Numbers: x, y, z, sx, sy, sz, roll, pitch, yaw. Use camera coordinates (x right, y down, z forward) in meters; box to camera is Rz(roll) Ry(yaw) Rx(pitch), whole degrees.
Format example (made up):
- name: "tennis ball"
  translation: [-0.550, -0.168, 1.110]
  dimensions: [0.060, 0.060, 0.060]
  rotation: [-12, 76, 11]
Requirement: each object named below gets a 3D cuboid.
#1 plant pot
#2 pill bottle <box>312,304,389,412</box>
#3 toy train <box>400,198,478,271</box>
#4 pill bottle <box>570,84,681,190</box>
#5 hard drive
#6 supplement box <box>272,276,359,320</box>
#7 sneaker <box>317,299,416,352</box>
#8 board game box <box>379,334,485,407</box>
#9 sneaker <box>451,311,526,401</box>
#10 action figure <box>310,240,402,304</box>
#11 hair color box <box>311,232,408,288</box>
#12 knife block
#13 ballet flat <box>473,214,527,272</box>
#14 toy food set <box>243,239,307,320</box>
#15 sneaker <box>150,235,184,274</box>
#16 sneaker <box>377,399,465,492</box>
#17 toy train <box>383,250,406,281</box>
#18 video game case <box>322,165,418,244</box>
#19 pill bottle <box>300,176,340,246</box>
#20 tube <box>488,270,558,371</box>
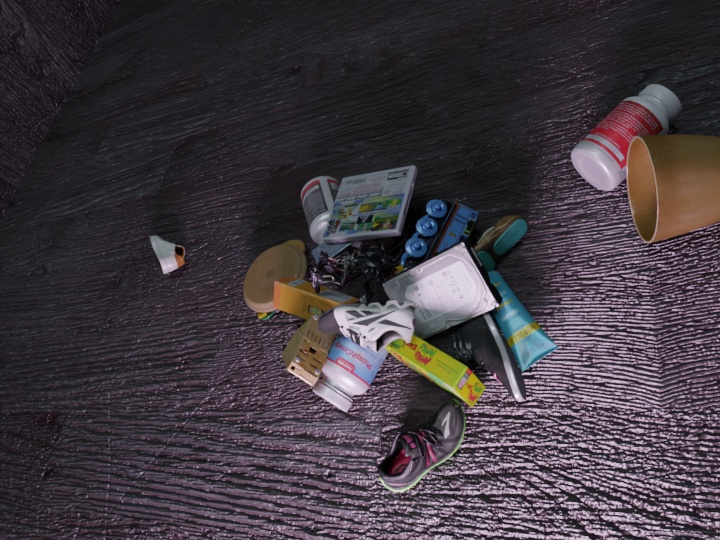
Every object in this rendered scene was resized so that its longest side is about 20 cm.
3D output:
- name: "plant pot"
  translation: [0.583, -0.153, 1.024]
  dimensions: [0.198, 0.187, 0.188]
  rotation: [-7, 55, 13]
- name: "pill bottle"
  translation: [-0.011, 0.177, 1.214]
  dimensions: [0.108, 0.109, 0.201]
  rotation: [20, 72, 40]
- name: "toy train"
  translation: [0.163, -0.060, 1.248]
  dimensions: [0.113, 0.087, 0.201]
  rotation: [26, 63, 8]
- name: "pill bottle"
  translation: [0.519, -0.262, 1.167]
  dimensions: [0.200, 0.112, 0.112]
  rotation: [-44, 47, 0]
- name: "hard drive"
  translation: [0.155, 0.042, 1.159]
  dimensions: [0.199, 0.141, 0.038]
  rotation: [-27, 5, 33]
- name: "supplement box"
  translation: [-0.101, 0.073, 1.340]
  dimensions: [0.199, 0.069, 0.067]
  rotation: [19, 110, 30]
- name: "sneaker"
  translation: [0.007, 0.111, 1.129]
  dimensions: [0.198, 0.074, 0.089]
  rotation: [-9, 59, 22]
- name: "board game box"
  translation: [0.130, 0.174, 1.130]
  dimensions: [0.199, 0.102, 0.048]
  rotation: [28, 78, 42]
- name: "sneaker"
  translation: [0.228, 0.171, 1.093]
  dimensions: [0.099, 0.071, 0.201]
  rotation: [-30, 42, 13]
- name: "action figure"
  translation: [0.000, 0.000, 1.280]
  dimensions: [0.198, 0.102, 0.120]
  rotation: [-4, 50, 18]
- name: "hair color box"
  translation: [-0.001, -0.057, 1.374]
  dimensions: [0.199, 0.099, 0.061]
  rotation: [-36, 45, 7]
- name: "knife block"
  translation: [-0.127, 0.180, 1.255]
  dimensions: [0.176, 0.064, 0.201]
  rotation: [-47, 15, 41]
- name: "ballet flat"
  translation: [0.255, -0.040, 1.228]
  dimensions: [0.200, 0.068, 0.072]
  rotation: [-48, 27, -4]
- name: "toy food set"
  translation: [-0.214, 0.019, 1.497]
  dimensions: [0.197, 0.049, 0.201]
  rotation: [-29, 49, 13]
- name: "sneaker"
  translation: [-0.569, -0.053, 1.779]
  dimensions: [0.084, 0.073, 0.200]
  rotation: [-20, 36, -21]
- name: "sneaker"
  translation: [0.110, 0.310, 1.061]
  dimensions: [0.200, 0.084, 0.077]
  rotation: [-47, 47, -3]
- name: "toy train"
  translation: [0.120, 0.006, 1.282]
  dimensions: [0.149, 0.056, 0.201]
  rotation: [-32, 47, 11]
- name: "video game case"
  translation: [0.021, -0.146, 1.340]
  dimensions: [0.198, 0.022, 0.184]
  rotation: [-4, 55, 33]
- name: "pill bottle"
  translation: [-0.077, -0.128, 1.465]
  dimensions: [0.110, 0.111, 0.201]
  rotation: [-29, 48, 13]
- name: "tube"
  translation: [0.287, 0.089, 1.129]
  dimensions: [0.077, 0.050, 0.201]
  rotation: [-39, 51, 16]
